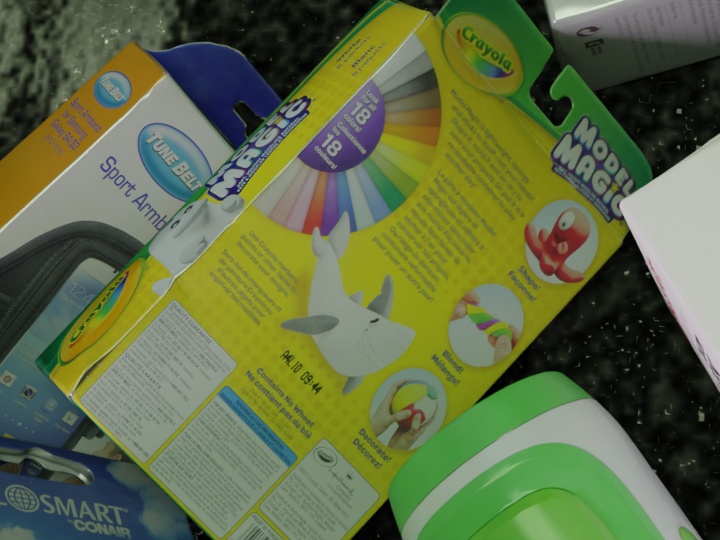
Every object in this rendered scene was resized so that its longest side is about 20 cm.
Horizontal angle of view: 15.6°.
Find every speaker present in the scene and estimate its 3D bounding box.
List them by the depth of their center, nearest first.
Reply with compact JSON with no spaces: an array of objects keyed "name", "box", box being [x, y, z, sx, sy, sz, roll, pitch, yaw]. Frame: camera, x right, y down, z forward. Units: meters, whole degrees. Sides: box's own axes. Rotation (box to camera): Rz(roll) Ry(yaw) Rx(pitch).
[{"name":"speaker","box":[0.092,0.134,0.852,0.088,0.088,0.200,-35,72,1]}]

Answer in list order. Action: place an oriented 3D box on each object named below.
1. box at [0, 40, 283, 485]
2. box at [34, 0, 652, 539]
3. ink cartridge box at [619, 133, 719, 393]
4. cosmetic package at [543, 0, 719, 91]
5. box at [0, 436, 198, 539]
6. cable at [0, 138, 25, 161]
[{"name":"box","box":[-0.094,0.016,0.905,0.200,0.119,0.041,-42,35,0]},{"name":"box","box":[0.000,0.000,0.887,0.200,0.048,0.117,-45,117,-6]},{"name":"ink cartridge box","box":[0.172,0.054,0.824,0.083,0.147,0.201,-32,71,4]},{"name":"cosmetic package","box":[0.153,-0.148,0.917,0.199,0.081,0.114,-13,73,7]},{"name":"box","box":[-0.093,0.139,0.831,0.048,0.121,0.200,-56,37,27]},{"name":"cable","box":[-0.181,-0.004,0.925,0.199,0.050,0.097,-31,83,-24]}]
